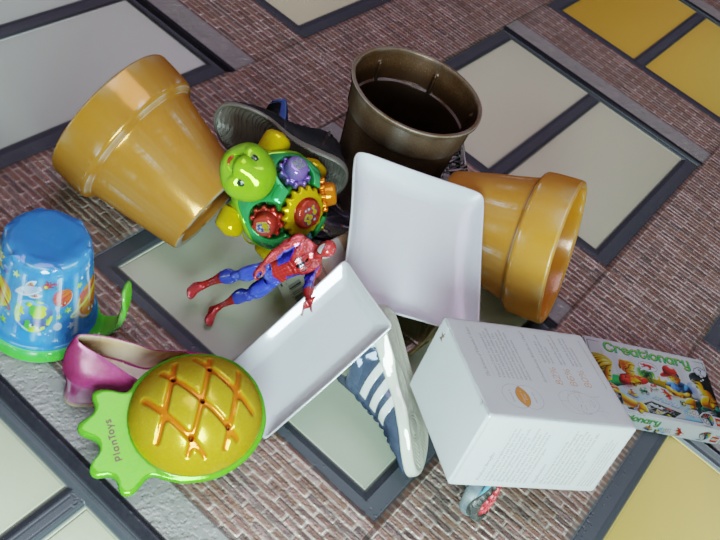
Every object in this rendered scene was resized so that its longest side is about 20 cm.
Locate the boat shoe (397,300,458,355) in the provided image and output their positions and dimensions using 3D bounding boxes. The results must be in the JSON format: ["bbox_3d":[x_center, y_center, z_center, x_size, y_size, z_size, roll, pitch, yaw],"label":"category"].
[{"bbox_3d":[0.057,0.080,1.251,0.198,0.067,0.074,-31,66,-29],"label":"boat shoe"}]

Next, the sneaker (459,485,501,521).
[{"bbox_3d":[0.130,0.213,1.155,0.094,0.080,0.201,21,32,5],"label":"sneaker"}]

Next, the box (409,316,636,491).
[{"bbox_3d":[0.178,0.152,1.093,0.196,0.108,0.154,9,36,-24],"label":"box"}]

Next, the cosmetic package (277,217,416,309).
[{"bbox_3d":[0.000,0.000,1.252,0.198,0.087,0.105,-29,89,-35],"label":"cosmetic package"}]

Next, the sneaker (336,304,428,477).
[{"bbox_3d":[0.021,0.147,1.148,0.075,0.083,0.204,-1,76,-69],"label":"sneaker"}]

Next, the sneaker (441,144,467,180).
[{"bbox_3d":[0.133,-0.187,1.544,0.076,0.086,0.202,4,46,-21],"label":"sneaker"}]

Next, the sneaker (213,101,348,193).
[{"bbox_3d":[-0.109,-0.175,1.320,0.198,0.075,0.107,29,22,-18],"label":"sneaker"}]

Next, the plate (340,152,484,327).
[{"bbox_3d":[0.065,-0.029,1.226,0.196,0.032,0.204,15,66,-23],"label":"plate"}]

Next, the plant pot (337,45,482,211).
[{"bbox_3d":[0.051,-0.185,1.417,0.196,0.200,0.203,13,43,-13],"label":"plant pot"}]

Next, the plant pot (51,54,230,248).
[{"bbox_3d":[-0.259,-0.137,1.246,0.183,0.200,0.200,45,43,-1],"label":"plant pot"}]

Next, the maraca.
[{"bbox_3d":[-0.194,0.160,1.023,0.197,0.107,0.139,-14,66,-25],"label":"maraca"}]

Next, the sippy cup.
[{"bbox_3d":[-0.353,0.009,1.082,0.175,0.132,0.140,-13,53,-34],"label":"sippy cup"}]

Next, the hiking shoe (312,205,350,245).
[{"bbox_3d":[-0.072,-0.064,1.328,0.197,0.076,0.101,28,38,3],"label":"hiking shoe"}]

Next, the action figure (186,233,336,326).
[{"bbox_3d":[-0.116,0.020,1.133,0.066,0.197,0.100,57,22,-22],"label":"action figure"}]

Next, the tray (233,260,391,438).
[{"bbox_3d":[-0.060,0.093,1.125,0.108,0.199,0.022,53,9,29],"label":"tray"}]

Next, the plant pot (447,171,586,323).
[{"bbox_3d":[0.199,-0.052,1.365,0.180,0.203,0.201,19,39,18],"label":"plant pot"}]

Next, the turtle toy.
[{"bbox_3d":[-0.105,-0.093,1.196,0.100,0.148,0.199,26,-6,44],"label":"turtle toy"}]

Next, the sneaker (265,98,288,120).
[{"bbox_3d":[-0.147,-0.197,1.432,0.076,0.071,0.202,1,34,-1],"label":"sneaker"}]

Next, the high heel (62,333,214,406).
[{"bbox_3d":[-0.229,0.099,1.074,0.196,0.097,0.068,1,46,-24],"label":"high heel"}]

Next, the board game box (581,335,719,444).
[{"bbox_3d":[0.402,0.166,1.351,0.196,0.035,0.128,12,43,-14],"label":"board game box"}]
